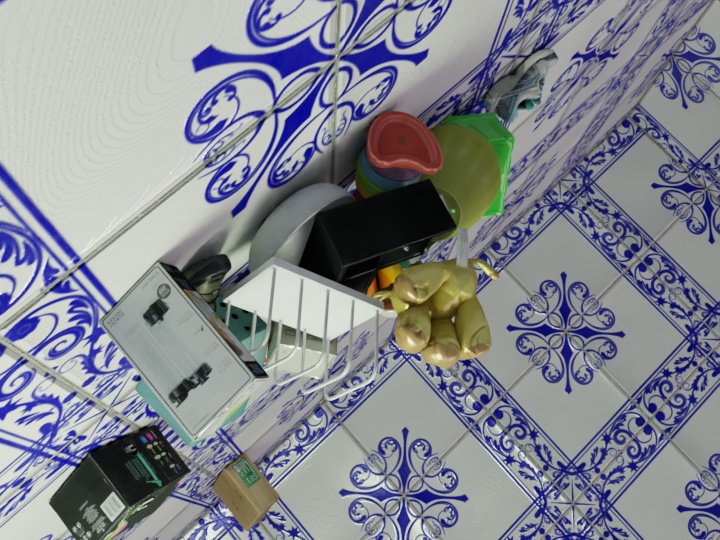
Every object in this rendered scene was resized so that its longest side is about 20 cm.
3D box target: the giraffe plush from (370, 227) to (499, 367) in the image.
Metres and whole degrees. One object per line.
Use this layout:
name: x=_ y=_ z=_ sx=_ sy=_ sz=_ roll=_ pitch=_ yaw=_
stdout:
giraffe plush: x=0.099 y=0.046 z=1.222 sx=0.161 sy=0.171 sz=0.203 roll=-18 pitch=-129 yaw=61

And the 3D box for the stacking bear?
stacking bear: x=0.038 y=-0.146 z=1.289 sx=0.119 sy=0.115 sz=0.201 roll=5 pitch=145 yaw=-16

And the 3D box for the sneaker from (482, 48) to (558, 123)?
sneaker: x=0.341 y=-0.370 z=1.633 sx=0.199 sy=0.086 sz=0.078 roll=-41 pitch=169 yaw=-17

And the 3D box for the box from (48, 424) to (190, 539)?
box: x=-0.446 y=0.405 z=1.505 sx=0.149 sy=0.125 sz=0.200 roll=-46 pitch=169 yaw=18

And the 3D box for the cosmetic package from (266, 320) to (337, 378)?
cosmetic package: x=-0.094 y=0.066 z=1.339 sx=0.088 sy=0.102 sz=0.203 roll=124 pitch=-25 yaw=-49

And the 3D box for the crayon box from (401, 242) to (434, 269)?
crayon box: x=0.092 y=-0.065 z=1.695 sx=0.171 sy=0.059 sz=0.200 roll=-19 pitch=-161 yaw=51

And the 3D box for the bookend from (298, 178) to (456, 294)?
bookend: x=0.016 y=-0.025 z=1.236 sx=0.196 sy=0.093 sz=0.201 roll=-19 pitch=158 yaw=-25

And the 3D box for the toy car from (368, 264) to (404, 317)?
toy car: x=0.000 y=0.000 z=1.469 sx=0.148 sy=0.200 sz=0.177 roll=-26 pitch=129 yaw=-14

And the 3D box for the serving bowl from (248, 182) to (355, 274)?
serving bowl: x=-0.100 y=-0.063 z=1.222 sx=0.200 sy=0.066 sz=0.200 roll=-42 pitch=169 yaw=-10

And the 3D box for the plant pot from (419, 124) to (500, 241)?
plant pot: x=0.141 y=-0.133 z=1.386 sx=0.188 sy=0.186 sz=0.200 roll=-50 pitch=-176 yaw=29

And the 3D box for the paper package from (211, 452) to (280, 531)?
paper package: x=-0.391 y=0.757 z=2.736 sx=0.103 sy=0.200 sz=0.191 roll=-32 pitch=165 yaw=-41

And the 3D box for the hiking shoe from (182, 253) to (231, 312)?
hiking shoe: x=-0.226 y=0.066 z=1.142 sx=0.201 sy=0.101 sz=0.075 roll=-51 pitch=167 yaw=28

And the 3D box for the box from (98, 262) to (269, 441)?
box: x=-0.226 y=0.103 z=1.028 sx=0.117 sy=0.200 sz=0.060 roll=-44 pitch=168 yaw=3

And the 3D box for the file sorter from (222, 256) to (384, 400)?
file sorter: x=-0.084 y=0.094 z=1.147 sx=0.198 sy=0.127 sz=0.138 roll=23 pitch=145 yaw=-32

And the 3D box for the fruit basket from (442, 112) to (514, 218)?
fruit basket: x=0.209 y=-0.217 z=1.599 sx=0.153 sy=0.218 sz=0.216 roll=-11 pitch=153 yaw=-29

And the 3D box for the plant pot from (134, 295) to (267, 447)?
plant pot: x=-0.242 y=0.145 z=1.302 sx=0.141 sy=0.141 sz=0.202 roll=-26 pitch=151 yaw=-57
